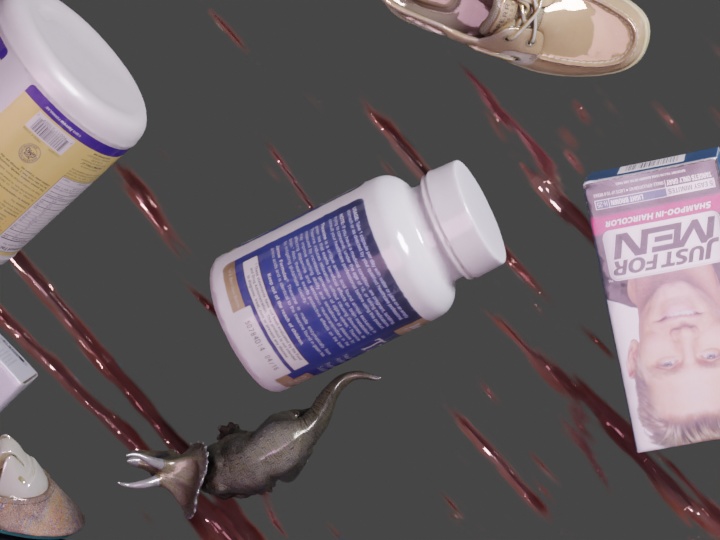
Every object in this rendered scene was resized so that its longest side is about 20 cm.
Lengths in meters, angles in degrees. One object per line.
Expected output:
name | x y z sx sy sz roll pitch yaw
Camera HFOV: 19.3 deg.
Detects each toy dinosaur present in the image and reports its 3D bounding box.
toy dinosaur | -0.071 0.137 1.581 0.199 0.102 0.077 -17 96 15

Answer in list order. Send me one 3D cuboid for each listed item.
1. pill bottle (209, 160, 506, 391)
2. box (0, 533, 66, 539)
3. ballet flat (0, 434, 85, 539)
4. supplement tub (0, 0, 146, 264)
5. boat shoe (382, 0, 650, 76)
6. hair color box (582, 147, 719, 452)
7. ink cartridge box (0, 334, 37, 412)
pill bottle | 0.000 0.000 1.538 0.199 0.111 0.112 -26 94 15
box | -0.331 0.280 1.635 0.199 0.104 0.183 19 107 -2
ballet flat | -0.298 0.155 1.615 0.199 0.068 0.068 14 115 -21
supplement tub | -0.271 -0.094 1.560 0.200 0.145 0.146 -40 90 15
boat shoe | 0.106 -0.182 1.509 0.199 0.065 0.073 17 102 8
hair color box | 0.229 0.021 1.522 0.099 0.061 0.201 -11 98 13
ink cartridge box | -0.388 0.079 1.665 0.200 0.041 0.200 -44 91 16
